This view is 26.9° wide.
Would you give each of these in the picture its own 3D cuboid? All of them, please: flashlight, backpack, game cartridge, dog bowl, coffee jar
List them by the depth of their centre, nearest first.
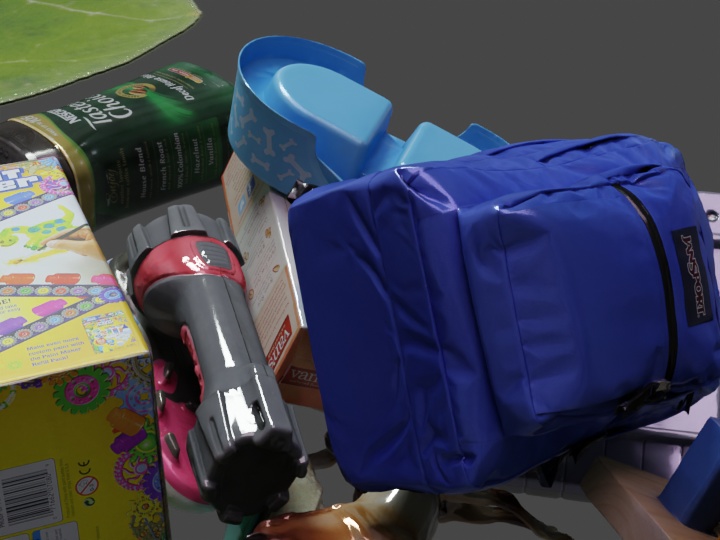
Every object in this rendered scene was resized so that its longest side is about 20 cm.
[{"bbox_3d":[0.093,0.019,0.727,0.199,0.163,0.167,-11,5,-41],"label":"backpack"},{"bbox_3d":[-0.078,0.046,0.782,0.068,0.068,0.200,-25,40,2],"label":"flashlight"},{"bbox_3d":[0.144,0.037,0.870,0.129,0.038,0.201,8,60,4],"label":"game cartridge"},{"bbox_3d":[0.012,-0.063,0.870,0.199,0.050,0.112,29,32,0],"label":"dog bowl"},{"bbox_3d":[-0.183,-0.084,1.104,0.200,0.086,0.104,-26,40,-36],"label":"coffee jar"}]

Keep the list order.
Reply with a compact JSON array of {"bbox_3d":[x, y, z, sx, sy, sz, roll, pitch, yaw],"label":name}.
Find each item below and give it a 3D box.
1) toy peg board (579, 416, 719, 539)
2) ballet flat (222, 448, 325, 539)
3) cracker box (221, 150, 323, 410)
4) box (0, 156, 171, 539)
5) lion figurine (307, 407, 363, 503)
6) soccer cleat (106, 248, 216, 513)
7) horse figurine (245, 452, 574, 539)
[{"bbox_3d":[0.234,0.132,0.642,0.199,0.098,0.199,23,16,-30],"label":"toy peg board"},{"bbox_3d":[-0.042,0.158,0.745,0.062,0.068,0.200,29,34,-10],"label":"ballet flat"},{"bbox_3d":[0.000,0.000,0.874,0.133,0.058,0.200,14,34,-23],"label":"cracker box"},{"bbox_3d":[-0.172,0.083,0.714,0.121,0.201,0.193,-11,32,-18],"label":"box"},{"bbox_3d":[-0.014,0.063,0.893,0.122,0.073,0.200,-12,46,-38],"label":"lion figurine"},{"bbox_3d":[-0.122,0.076,0.864,0.070,0.086,0.200,21,30,-35],"label":"soccer cleat"},{"bbox_3d":[0.037,0.129,0.757,0.132,0.050,0.200,30,36,12],"label":"horse figurine"}]
